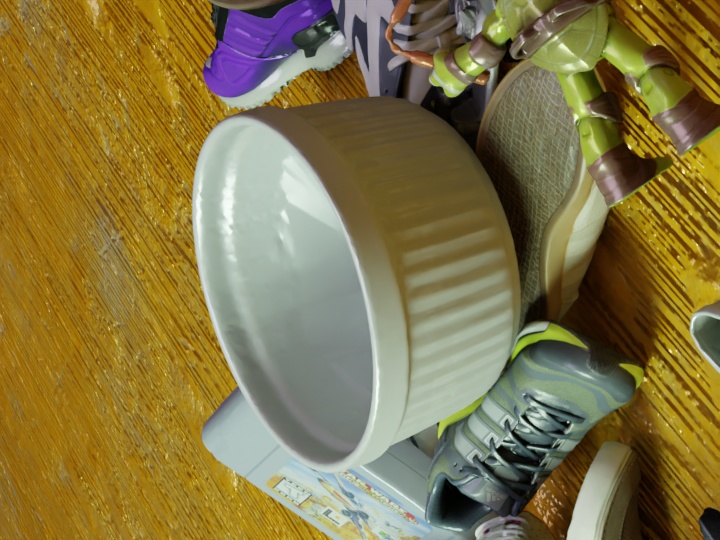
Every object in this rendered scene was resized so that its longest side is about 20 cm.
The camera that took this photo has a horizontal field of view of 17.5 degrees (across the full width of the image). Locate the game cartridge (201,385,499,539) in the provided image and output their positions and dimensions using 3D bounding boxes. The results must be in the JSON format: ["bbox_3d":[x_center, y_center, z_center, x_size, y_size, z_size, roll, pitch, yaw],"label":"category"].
[{"bbox_3d":[-0.001,0.136,1.479,0.200,0.042,0.133,35,158,-4],"label":"game cartridge"}]

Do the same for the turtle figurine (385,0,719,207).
[{"bbox_3d":[0.111,-0.123,1.123,0.200,0.064,0.161,-38,86,25],"label":"turtle figurine"}]

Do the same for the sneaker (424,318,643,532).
[{"bbox_3d":[0.093,0.092,1.291,0.081,0.074,0.200,-68,9,-30],"label":"sneaker"}]

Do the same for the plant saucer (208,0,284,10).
[{"bbox_3d":[-0.041,-0.248,1.389,0.200,0.029,0.201,-18,64,43],"label":"plant saucer"}]

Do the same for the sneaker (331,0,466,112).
[{"bbox_3d":[0.044,-0.135,1.304,0.130,0.079,0.199,69,156,11],"label":"sneaker"}]

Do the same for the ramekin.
[{"bbox_3d":[0.000,0.000,1.268,0.200,0.105,0.201,38,137,48],"label":"ramekin"}]

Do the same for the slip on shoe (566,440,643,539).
[{"bbox_3d":[0.146,0.190,1.297,0.060,0.076,0.200,11,110,19],"label":"slip on shoe"}]

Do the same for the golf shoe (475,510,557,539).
[{"bbox_3d":[0.081,0.176,1.344,0.200,0.075,0.092,58,-159,-66],"label":"golf shoe"}]

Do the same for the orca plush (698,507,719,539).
[{"bbox_3d":[0.184,0.159,1.166,0.200,0.105,0.071,68,-147,-56],"label":"orca plush"}]

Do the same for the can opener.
[{"bbox_3d":[0.076,-0.083,1.275,0.053,0.067,0.200,-111,17,-49],"label":"can opener"}]

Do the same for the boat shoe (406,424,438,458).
[{"bbox_3d":[-0.017,0.086,1.526,0.200,0.070,0.071,37,151,54],"label":"boat shoe"}]

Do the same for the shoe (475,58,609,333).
[{"bbox_3d":[0.100,-0.046,1.250,0.070,0.053,0.200,31,139,22],"label":"shoe"}]

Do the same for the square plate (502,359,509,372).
[{"bbox_3d":[0.023,-0.002,1.446,0.200,0.028,0.198,63,161,-4],"label":"square plate"}]

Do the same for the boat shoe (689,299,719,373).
[{"bbox_3d":[0.220,0.069,1.037,0.200,0.067,0.074,41,140,53],"label":"boat shoe"}]

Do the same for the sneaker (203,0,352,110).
[{"bbox_3d":[-0.063,-0.170,1.490,0.100,0.070,0.200,43,154,-16],"label":"sneaker"}]
